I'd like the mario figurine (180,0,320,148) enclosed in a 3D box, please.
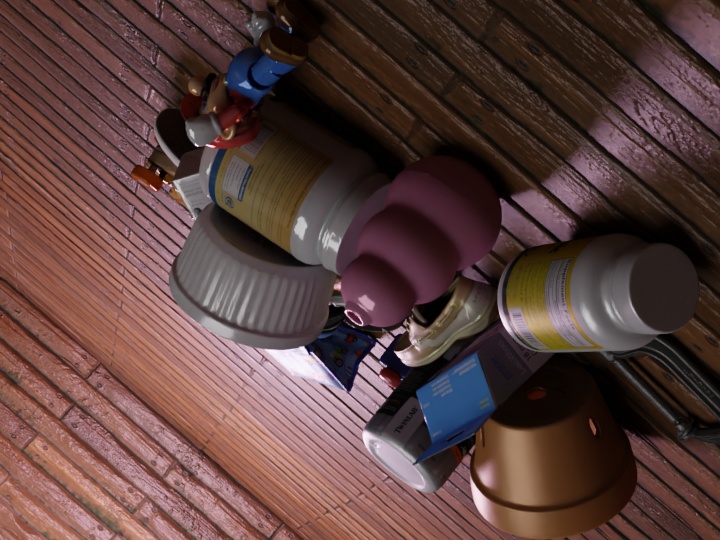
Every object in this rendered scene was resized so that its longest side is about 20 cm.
[{"bbox_3d":[-0.133,-0.203,1.327,0.200,0.123,0.106,-41,76,43],"label":"mario figurine"}]

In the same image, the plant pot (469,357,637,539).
[{"bbox_3d":[0.218,0.197,1.502,0.200,0.200,0.140,18,133,46],"label":"plant pot"}]

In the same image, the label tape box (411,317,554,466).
[{"bbox_3d":[0.133,0.117,1.403,0.063,0.200,0.144,51,146,1],"label":"label tape box"}]

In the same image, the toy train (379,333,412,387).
[{"bbox_3d":[0.125,0.171,1.750,0.200,0.085,0.116,33,168,21],"label":"toy train"}]

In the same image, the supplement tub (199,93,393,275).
[{"bbox_3d":[-0.068,-0.097,1.449,0.200,0.145,0.145,34,158,20],"label":"supplement tub"}]

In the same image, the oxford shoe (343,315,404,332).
[{"bbox_3d":[-0.005,0.041,1.756,0.200,0.071,0.071,18,180,41],"label":"oxford shoe"}]

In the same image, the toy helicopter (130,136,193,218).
[{"bbox_3d":[-0.253,-0.122,1.858,0.132,0.079,0.200,31,170,1],"label":"toy helicopter"}]

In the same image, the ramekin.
[{"bbox_3d":[-0.120,-0.007,1.520,0.200,0.200,0.105,33,119,20],"label":"ramekin"}]

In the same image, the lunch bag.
[{"bbox_3d":[-0.103,0.085,1.889,0.200,0.094,0.150,38,163,-34],"label":"lunch bag"}]

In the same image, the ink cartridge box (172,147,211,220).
[{"bbox_3d":[-0.142,-0.069,1.636,0.116,0.067,0.200,-16,123,17],"label":"ink cartridge box"}]

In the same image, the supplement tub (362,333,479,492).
[{"bbox_3d":[0.105,0.168,1.597,0.122,0.200,0.123,35,159,15],"label":"supplement tub"}]

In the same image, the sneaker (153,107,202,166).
[{"bbox_3d":[-0.201,-0.133,1.708,0.200,0.073,0.085,41,157,-3],"label":"sneaker"}]

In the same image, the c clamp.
[{"bbox_3d":[0.324,0.123,1.380,0.200,0.027,0.171,43,154,0],"label":"c clamp"}]

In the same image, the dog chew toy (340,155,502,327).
[{"bbox_3d":[0.055,-0.023,1.301,0.124,0.200,0.125,34,159,15],"label":"dog chew toy"}]

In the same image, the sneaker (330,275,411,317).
[{"bbox_3d":[0.000,0.000,1.569,0.200,0.078,0.090,22,123,58],"label":"sneaker"}]

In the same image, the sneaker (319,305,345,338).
[{"bbox_3d":[-0.094,0.029,1.658,0.199,0.083,0.071,19,-143,-39],"label":"sneaker"}]

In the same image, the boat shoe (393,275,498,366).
[{"bbox_3d":[0.093,0.056,1.537,0.066,0.074,0.200,33,142,-15],"label":"boat shoe"}]

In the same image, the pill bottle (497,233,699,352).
[{"bbox_3d":[0.227,0.023,1.219,0.111,0.111,0.200,47,159,-16],"label":"pill bottle"}]
